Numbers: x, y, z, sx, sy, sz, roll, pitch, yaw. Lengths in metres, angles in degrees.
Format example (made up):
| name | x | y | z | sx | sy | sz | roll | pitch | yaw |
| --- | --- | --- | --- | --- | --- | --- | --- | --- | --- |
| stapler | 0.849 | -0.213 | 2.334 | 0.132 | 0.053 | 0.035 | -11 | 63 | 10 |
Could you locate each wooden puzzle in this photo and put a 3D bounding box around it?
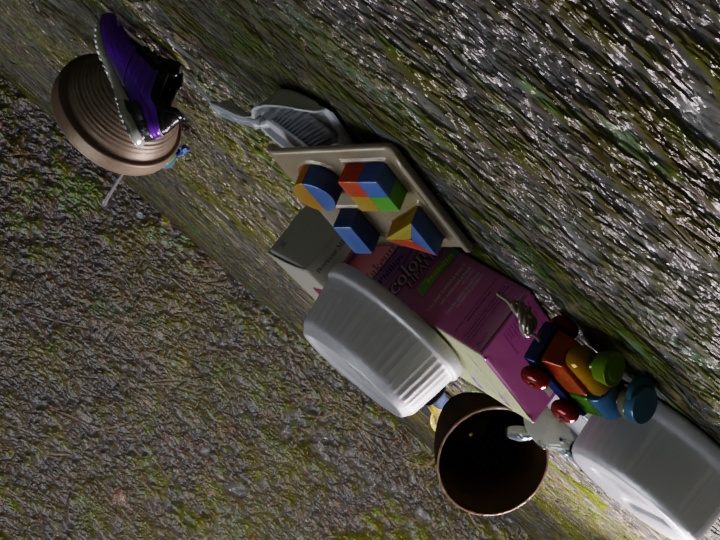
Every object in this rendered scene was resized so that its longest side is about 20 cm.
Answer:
| name | x | y | z | sx | sy | sz | roll | pitch | yaw |
| --- | --- | --- | --- | --- | --- | --- | --- | --- | --- |
| wooden puzzle | 0.006 | -0.072 | 1.510 | 0.199 | 0.047 | 0.185 | 7 | 151 | 40 |

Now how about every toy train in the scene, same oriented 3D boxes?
| name | x | y | z | sx | sy | sz | roll | pitch | yaw |
| --- | --- | --- | --- | --- | --- | --- | --- | --- | --- |
| toy train | 0.233 | 0.094 | 1.457 | 0.115 | 0.085 | 0.200 | 13 | 153 | 49 |

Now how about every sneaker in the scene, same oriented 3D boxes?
| name | x | y | z | sx | sy | sz | roll | pitch | yaw |
| --- | --- | --- | --- | --- | --- | --- | --- | --- | --- |
| sneaker | -0.291 | -0.269 | 1.831 | 0.070 | 0.099 | 0.202 | 56 | -167 | -73 |

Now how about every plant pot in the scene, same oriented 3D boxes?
| name | x | y | z | sx | sy | sz | roll | pitch | yaw |
| --- | --- | --- | --- | --- | --- | --- | --- | --- | --- |
| plant pot | -0.333 | -0.244 | 1.936 | 0.201 | 0.201 | 0.093 | 41 | 130 | -9 |
| plant pot | 0.199 | 0.281 | 2.256 | 0.187 | 0.187 | 0.200 | 42 | -174 | -16 |

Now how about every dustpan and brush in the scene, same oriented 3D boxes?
| name | x | y | z | sx | sy | sz | roll | pitch | yaw |
| --- | --- | --- | --- | --- | --- | --- | --- | --- | --- |
| dustpan and brush | -0.095 | -0.169 | 1.554 | 0.199 | 0.057 | 0.140 | 34 | 169 | 33 |

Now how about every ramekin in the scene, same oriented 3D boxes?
| name | x | y | z | sx | sy | sz | roll | pitch | yaw |
| --- | --- | --- | --- | --- | --- | --- | --- | --- | --- |
| ramekin | 0.344 | 0.230 | 1.584 | 0.200 | 0.098 | 0.201 | 39 | 171 | 8 |
| ramekin | 0.020 | 0.091 | 1.625 | 0.202 | 0.094 | 0.202 | 39 | 170 | 8 |

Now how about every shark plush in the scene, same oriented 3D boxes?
| name | x | y | z | sx | sy | sz | roll | pitch | yaw |
| --- | --- | --- | --- | --- | --- | --- | --- | --- | --- |
| shark plush | 0.288 | 0.220 | 1.875 | 0.083 | 0.092 | 0.200 | 23 | 179 | -28 |

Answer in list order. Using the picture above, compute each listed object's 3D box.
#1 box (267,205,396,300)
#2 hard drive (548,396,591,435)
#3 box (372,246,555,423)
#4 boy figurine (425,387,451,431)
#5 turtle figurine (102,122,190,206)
| name | x | y | z | sx | sy | sz | roll | pitch | yaw |
| --- | --- | --- | --- | --- | --- | --- | --- | --- | --- |
| box | 0.000 | 0.000 | 1.774 | 0.200 | 0.128 | 0.109 | 45 | 169 | -33 |
| hard drive | 0.261 | 0.165 | 1.769 | 0.200 | 0.027 | 0.132 | 44 | 172 | 12 |
| box | 0.137 | 0.065 | 1.630 | 0.199 | 0.097 | 0.176 | 30 | 167 | 42 |
| boy figurine | 0.147 | 0.264 | 2.662 | 0.124 | 0.065 | 0.200 | 32 | 165 | 26 |
| turtle figurine | -0.386 | -0.220 | 2.150 | 0.198 | 0.145 | 0.195 | -7 | 130 | 15 |
